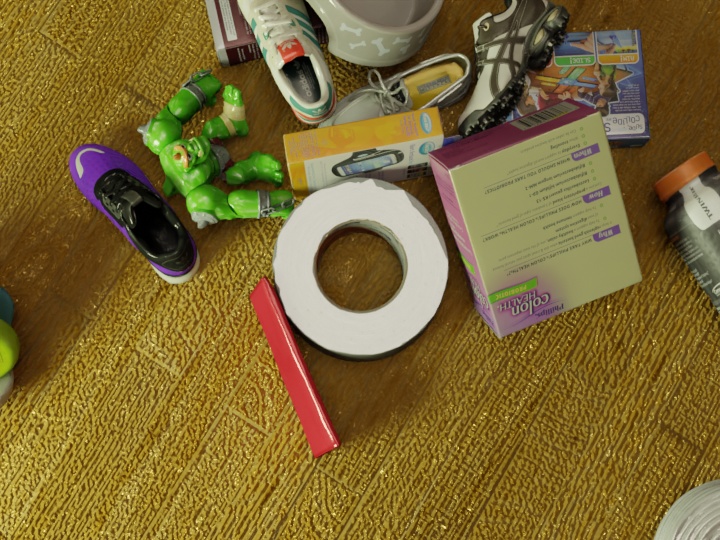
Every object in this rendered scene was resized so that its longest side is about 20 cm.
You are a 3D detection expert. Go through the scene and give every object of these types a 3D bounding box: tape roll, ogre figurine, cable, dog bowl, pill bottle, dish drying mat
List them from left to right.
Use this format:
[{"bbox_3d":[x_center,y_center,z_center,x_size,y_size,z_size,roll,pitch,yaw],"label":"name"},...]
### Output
[{"bbox_3d":[-0.169,-0.128,1.279,0.119,0.098,0.202,-29,96,-23],"label":"ogre figurine"},{"bbox_3d":[-0.074,0.108,1.244,0.018,0.077,0.202,-20,80,-21],"label":"dish drying mat"},{"bbox_3d":[0.000,0.000,1.268,0.197,0.066,0.204,0,80,-1],"label":"tape roll"},{"bbox_3d":[0.009,-0.335,1.262,0.197,0.059,0.203,10,68,-25],"label":"dog bowl"},{"bbox_3d":[0.414,-0.034,1.257,0.105,0.106,0.201,-32,82,-6],"label":"pill bottle"},{"bbox_3d":[0.414,0.327,1.210,0.198,0.069,0.201,31,81,5],"label":"cable"}]

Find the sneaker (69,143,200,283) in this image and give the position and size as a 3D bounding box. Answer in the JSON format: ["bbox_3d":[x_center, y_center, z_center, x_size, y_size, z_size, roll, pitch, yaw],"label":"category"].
[{"bbox_3d":[-0.256,-0.078,1.260,0.070,0.100,0.200,-44,83,-10],"label":"sneaker"}]

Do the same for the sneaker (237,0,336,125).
[{"bbox_3d":[-0.080,-0.261,1.243,0.070,0.093,0.202,-25,95,-2],"label":"sneaker"}]

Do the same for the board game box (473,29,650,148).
[{"bbox_3d":[0.237,-0.212,1.322,0.197,0.034,0.138,-2,80,0],"label":"board game box"}]

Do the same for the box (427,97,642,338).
[{"bbox_3d":[0.191,-0.059,1.223,0.174,0.097,0.202,-21,109,-4],"label":"box"}]

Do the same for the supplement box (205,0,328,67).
[{"bbox_3d":[-0.084,-0.323,1.327,0.197,0.061,0.110,-13,80,-2],"label":"supplement box"}]

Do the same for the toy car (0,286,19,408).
[{"bbox_3d":[-0.468,0.063,1.222,0.197,0.177,0.151,-2,43,0],"label":"toy car"}]

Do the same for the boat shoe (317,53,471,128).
[{"bbox_3d":[0.041,-0.198,1.293,0.200,0.086,0.075,-23,80,-5],"label":"boat shoe"}]

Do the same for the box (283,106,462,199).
[{"bbox_3d":[0.015,-0.133,1.264,0.197,0.119,0.042,-12,75,-3],"label":"box"}]

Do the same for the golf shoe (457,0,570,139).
[{"bbox_3d":[0.154,-0.236,1.276,0.094,0.078,0.201,34,72,10],"label":"golf shoe"}]
